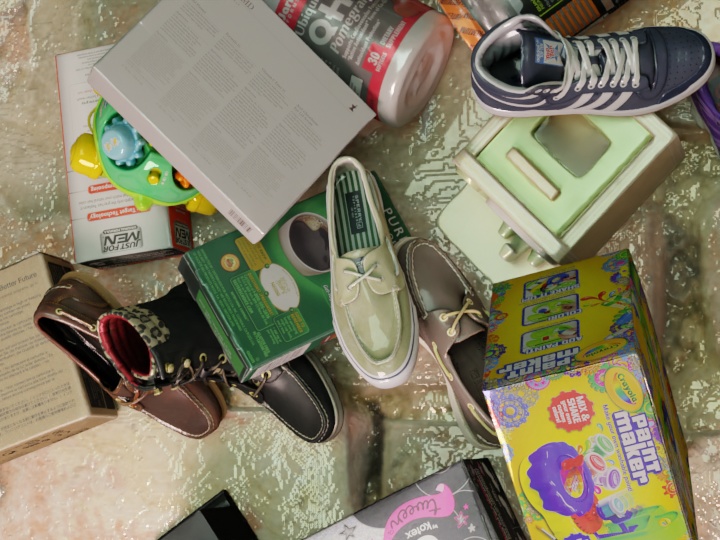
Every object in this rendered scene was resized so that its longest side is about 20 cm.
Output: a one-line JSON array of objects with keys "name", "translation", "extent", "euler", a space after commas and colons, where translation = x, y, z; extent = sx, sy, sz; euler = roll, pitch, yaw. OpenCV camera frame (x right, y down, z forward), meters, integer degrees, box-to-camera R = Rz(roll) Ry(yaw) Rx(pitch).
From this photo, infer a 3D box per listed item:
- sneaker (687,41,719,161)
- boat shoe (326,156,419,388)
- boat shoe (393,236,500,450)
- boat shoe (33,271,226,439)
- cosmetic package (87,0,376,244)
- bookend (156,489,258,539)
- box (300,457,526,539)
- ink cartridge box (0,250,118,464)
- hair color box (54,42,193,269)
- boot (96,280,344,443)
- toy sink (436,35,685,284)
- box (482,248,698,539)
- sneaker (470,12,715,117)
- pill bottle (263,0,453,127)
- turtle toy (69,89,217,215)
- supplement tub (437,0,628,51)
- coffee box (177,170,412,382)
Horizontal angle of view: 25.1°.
[{"name": "sneaker", "translation": [0.330, -0.103, 1.359], "extent": [0.080, 0.083, 0.201], "euler": [-33, 78, 10]}, {"name": "boat shoe", "translation": [0.000, 0.000, 1.363], "extent": [0.071, 0.062, 0.202], "euler": [-16, 69, 7]}, {"name": "boat shoe", "translation": [0.089, 0.059, 1.395], "extent": [0.071, 0.059, 0.201], "euler": [-24, 90, -23]}, {"name": "boat shoe", "translation": [-0.211, 0.089, 1.461], "extent": [0.200, 0.070, 0.070], "euler": [39, 123, -8]}, {"name": "cosmetic package", "translation": [-0.109, -0.147, 1.375], "extent": [0.200, 0.052, 0.151], "euler": [45, 73, -5]}, {"name": "bookend", "translation": [-0.128, 0.299, 1.384], "extent": [0.092, 0.200, 0.199], "euler": [-37, 77, 8]}, {"name": "box", "translation": [0.038, 0.259, 1.386], "extent": [0.199, 0.115, 0.133], "euler": [-28, 78, 11]}, {"name": "ink cartridge box", "translation": [-0.349, 0.096, 1.528], "extent": [0.199, 0.075, 0.166], "euler": [-21, 78, 13]}, {"name": "hair color box", "translation": [-0.222, -0.109, 1.521], "extent": [0.101, 0.061, 0.202], "euler": [-8, 82, 14]}, {"name": "boot", "translation": [-0.124, 0.090, 1.422], "extent": [0.204, 0.153, 0.074], "euler": [47, 126, 18]}, {"name": "toy sink", "translation": [0.161, -0.077, 1.387], "extent": [0.200, 0.112, 0.130], "euler": [-46, 75, 7]}, {"name": "box", "translation": [0.185, 0.121, 1.282], "extent": [0.121, 0.193, 0.201], "euler": [-15, 111, 13]}, {"name": "sneaker", "translation": [0.182, -0.165, 1.283], "extent": [0.198, 0.108, 0.071], "euler": [-6, 80, 11]}, {"name": "pill bottle", "translation": [-0.026, -0.219, 1.452], "extent": [0.199, 0.111, 0.111], "euler": [29, 92, 16]}, {"name": "turtle toy", "translation": [-0.168, -0.149, 1.438], "extent": [0.145, 0.101, 0.202], "euler": [17, 76, -15]}, {"name": "supplement tub", "translation": [0.169, -0.262, 1.398], "extent": [0.199, 0.122, 0.123], "euler": [-35, 77, 9]}, {"name": "coffee box", "translation": [-0.045, 0.004, 1.419], "extent": [0.199, 0.044, 0.124], "euler": [-26, 77, -24]}]
